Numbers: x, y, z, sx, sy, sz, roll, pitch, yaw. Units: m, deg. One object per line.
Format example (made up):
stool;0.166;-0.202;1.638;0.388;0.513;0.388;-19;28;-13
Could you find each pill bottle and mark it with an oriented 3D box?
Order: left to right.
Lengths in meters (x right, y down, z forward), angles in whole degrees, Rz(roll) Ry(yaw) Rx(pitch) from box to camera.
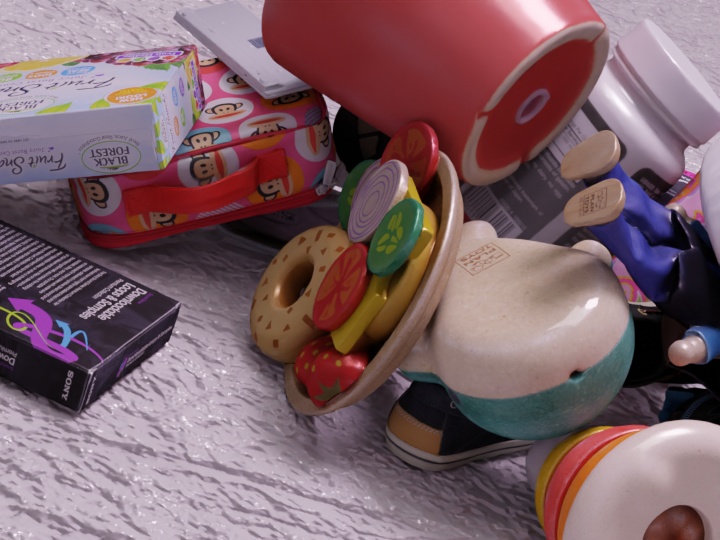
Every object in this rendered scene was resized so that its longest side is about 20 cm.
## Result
pill bottle;0.162;-0.080;1.560;0.114;0.200;0.114;45;16;-16

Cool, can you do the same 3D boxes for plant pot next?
plant pot;0.061;-0.167;1.475;0.177;0.201;0.200;44;32;21

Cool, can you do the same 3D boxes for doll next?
doll;0.200;0.001;1.362;0.200;0.048;0.137;39;37;-36

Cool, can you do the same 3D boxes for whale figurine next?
whale figurine;0.097;0.038;1.390;0.158;0.104;0.200;-29;30;-12

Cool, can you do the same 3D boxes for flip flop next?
flip flop;0.040;-0.080;1.639;0.081;0.058;0.200;13;-27;33

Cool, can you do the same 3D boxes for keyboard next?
keyboard;-0.083;-0.169;1.629;0.056;0.011;0.200;-10;27;-22

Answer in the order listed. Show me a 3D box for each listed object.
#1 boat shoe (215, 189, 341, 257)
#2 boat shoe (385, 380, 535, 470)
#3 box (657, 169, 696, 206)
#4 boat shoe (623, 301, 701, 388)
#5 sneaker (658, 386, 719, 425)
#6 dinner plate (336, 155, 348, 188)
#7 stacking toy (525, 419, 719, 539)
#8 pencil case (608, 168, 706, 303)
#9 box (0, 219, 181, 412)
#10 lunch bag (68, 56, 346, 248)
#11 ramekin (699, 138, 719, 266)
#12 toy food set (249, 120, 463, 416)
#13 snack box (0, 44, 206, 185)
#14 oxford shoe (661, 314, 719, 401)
boat shoe;-0.010;-0.024;1.610;0.201;0.075;0.065;19;29;10
boat shoe;0.091;0.082;1.462;0.074;0.063;0.199;30;25;29
box;0.201;-0.024;1.672;0.199;0.133;0.115;26;18;16
boat shoe;0.198;0.054;1.503;0.200;0.074;0.063;13;33;-31
sneaker;0.245;0.132;1.468;0.081;0.074;0.200;15;13;0
dinner plate;0.063;-0.100;1.719;0.199;0.200;0.024;0;67;-36
stacking toy;0.153;0.142;1.337;0.145;0.147;0.200;7;9;-24
pencil case;0.223;-0.002;1.558;0.087;0.200;0.088;41;20;-19
box;-0.233;0.017;1.397;0.199;0.036;0.143;23;23;12
lunch bag;-0.117;-0.087;1.575;0.199;0.082;0.176;-13;29;-6
ramekin;0.305;-0.023;1.400;0.200;0.097;0.201;39;36;-36
toy food set;0.000;0.000;1.406;0.048;0.198;0.200;29;18;-21
snack box;-0.220;-0.106;1.499;0.198;0.053;0.142;-5;23;11
oxford shoe;0.282;0.076;1.474;0.199;0.071;0.073;27;59;-19
